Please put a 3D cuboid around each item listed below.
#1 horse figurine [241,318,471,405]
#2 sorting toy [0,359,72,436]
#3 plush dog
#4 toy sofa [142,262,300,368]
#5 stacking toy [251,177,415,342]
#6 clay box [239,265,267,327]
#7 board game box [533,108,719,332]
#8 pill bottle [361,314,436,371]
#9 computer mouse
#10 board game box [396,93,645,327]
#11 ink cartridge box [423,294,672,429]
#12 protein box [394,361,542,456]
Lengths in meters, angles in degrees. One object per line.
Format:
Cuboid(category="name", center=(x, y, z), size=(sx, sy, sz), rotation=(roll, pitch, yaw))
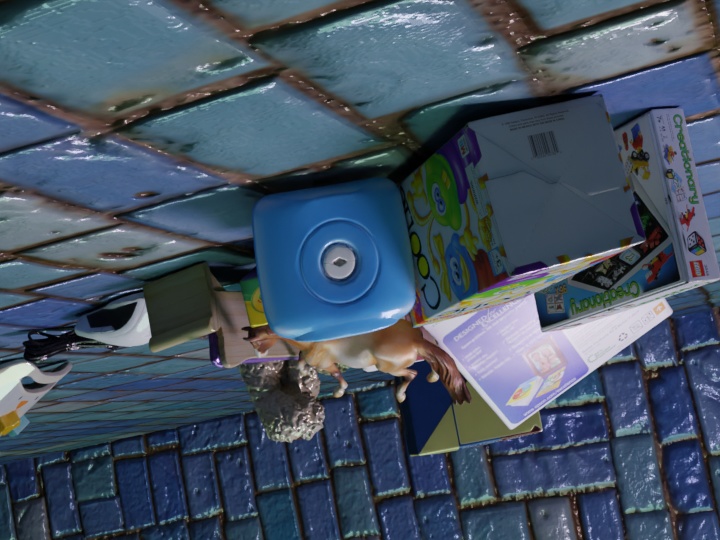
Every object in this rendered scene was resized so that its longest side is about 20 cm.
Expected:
Cuboid(category="horse figurine", center=(0.003, 0.078, 1.124), size=(0.197, 0.050, 0.133), rotation=(4, 150, 12))
Cuboid(category="sorting toy", center=(-0.459, 0.162, 1.559), size=(0.179, 0.108, 0.200), rotation=(-33, 166, 11))
Cuboid(category="plush dog", center=(-0.059, 0.072, 1.382), size=(0.170, 0.162, 0.200), rotation=(-24, -159, -6))
Cuboid(category="toy sofa", center=(-0.112, 0.051, 1.203), size=(0.082, 0.099, 0.199), rotation=(-17, 170, 33))
Cuboid(category="stacking toy", center=(-0.039, -0.011, 0.970), size=(0.115, 0.111, 0.200), rotation=(-10, -174, -14))
Cuboid(category="clay box", center=(0.000, 0.000, 1.103), size=(0.198, 0.048, 0.115), rotation=(-13, -173, 5))
Cuboid(category="board game box", center=(0.191, -0.032, 0.959), size=(0.034, 0.128, 0.200), rotation=(-6, 170, -24))
Cuboid(category="pill bottle", center=(0.087, 0.024, 1.215), size=(0.198, 0.116, 0.114), rotation=(-12, 171, -2))
Cuboid(category="computer mouse", center=(-0.254, 0.062, 1.269), size=(0.109, 0.044, 0.199), rotation=(-1, 167, -44))
Cuboid(category="board game box", center=(0.098, -0.035, 0.876), size=(0.104, 0.104, 0.200), rotation=(-14, 173, -18))
Cuboid(category="ink cartridge box", center=(0.169, 0.031, 1.145), size=(0.197, 0.047, 0.200), rotation=(-36, 128, 7))
Cuboid(category="protein box", center=(0.104, 0.095, 1.363), size=(0.133, 0.201, 0.200), rotation=(-10, 171, -2))
